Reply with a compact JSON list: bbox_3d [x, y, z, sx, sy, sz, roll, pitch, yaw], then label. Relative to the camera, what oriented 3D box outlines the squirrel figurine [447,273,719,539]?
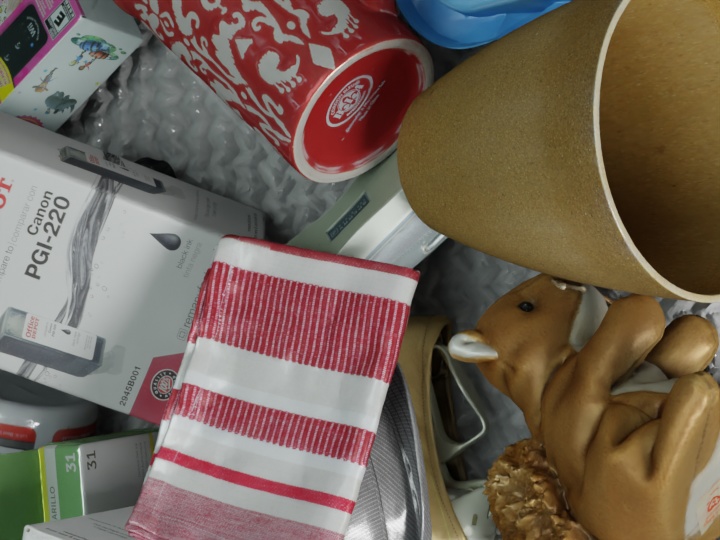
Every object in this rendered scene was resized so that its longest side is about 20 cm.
[{"bbox_3d":[0.128,0.100,1.312,0.186,0.141,0.201,35,108,33],"label":"squirrel figurine"}]

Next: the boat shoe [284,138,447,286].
[{"bbox_3d":[0.000,-0.001,1.411,0.201,0.071,0.070,-45,31,14],"label":"boat shoe"}]

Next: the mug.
[{"bbox_3d":[-0.051,-0.172,1.381,0.200,0.133,0.178,48,142,32],"label":"mug"}]

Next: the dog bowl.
[{"bbox_3d":[0.112,-0.199,1.354,0.199,0.049,0.112,-10,87,32],"label":"dog bowl"}]

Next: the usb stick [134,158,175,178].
[{"bbox_3d":[-0.207,-0.027,1.572,0.199,0.033,0.056,-19,89,32],"label":"usb stick"}]

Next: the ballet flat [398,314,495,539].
[{"bbox_3d":[0.055,0.123,1.401,0.063,0.069,0.201,-18,84,16],"label":"ballet flat"}]

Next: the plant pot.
[{"bbox_3d":[0.123,-0.072,1.295,0.199,0.186,0.188,-3,91,48],"label":"plant pot"}]

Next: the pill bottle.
[{"bbox_3d":[-0.258,0.175,1.574,0.115,0.116,0.201,19,102,31],"label":"pill bottle"}]

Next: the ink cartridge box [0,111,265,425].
[{"bbox_3d":[-0.179,0.001,1.471,0.199,0.085,0.146,21,107,-9],"label":"ink cartridge box"}]

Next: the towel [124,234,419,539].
[{"bbox_3d":[-0.053,0.082,1.346,0.143,0.023,0.201,11,79,29],"label":"towel"}]

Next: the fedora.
[{"bbox_3d":[-0.027,0.146,1.396,0.177,0.090,0.202,-156,60,-63],"label":"fedora"}]

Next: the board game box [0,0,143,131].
[{"bbox_3d":[-0.260,-0.159,1.576,0.200,0.064,0.148,-43,58,27],"label":"board game box"}]

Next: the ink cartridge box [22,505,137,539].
[{"bbox_3d":[-0.130,0.231,1.445,0.084,0.199,0.147,14,100,34],"label":"ink cartridge box"}]

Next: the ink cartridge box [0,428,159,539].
[{"bbox_3d":[-0.195,0.187,1.483,0.048,0.199,0.147,-5,89,35],"label":"ink cartridge box"}]
